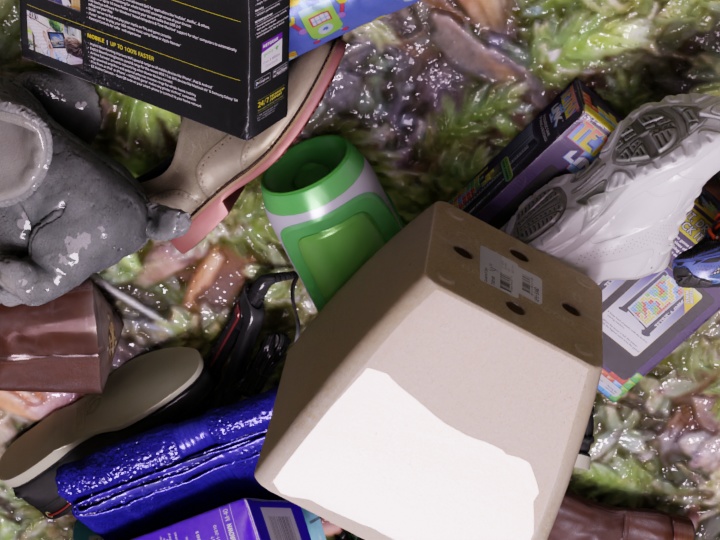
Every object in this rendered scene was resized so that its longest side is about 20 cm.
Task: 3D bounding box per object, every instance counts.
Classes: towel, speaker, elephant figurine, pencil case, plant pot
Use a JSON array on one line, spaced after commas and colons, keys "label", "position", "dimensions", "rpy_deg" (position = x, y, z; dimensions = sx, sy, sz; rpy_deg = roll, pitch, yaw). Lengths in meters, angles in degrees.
[{"label": "towel", "position": [-0.116, 0.159, 1.722], "dimensions": [0.199, 0.050, 0.148], "rpy_deg": [-19, 149, 8]}, {"label": "speaker", "position": [0.000, 0.000, 1.683], "dimensions": [0.088, 0.089, 0.200], "rpy_deg": [-21, 120, 11]}, {"label": "elephant figurine", "position": [-0.245, -0.084, 1.604], "dimensions": [0.155, 0.141, 0.201], "rpy_deg": [-30, 105, -16]}, {"label": "pencil case", "position": [-0.011, -0.206, 1.555], "dimensions": [0.199, 0.078, 0.087], "rpy_deg": [-24, 149, 12]}, {"label": "plant pot", "position": [0.067, 0.075, 1.561], "dimensions": [0.200, 0.200, 0.177], "rpy_deg": [28, 115, -7]}]

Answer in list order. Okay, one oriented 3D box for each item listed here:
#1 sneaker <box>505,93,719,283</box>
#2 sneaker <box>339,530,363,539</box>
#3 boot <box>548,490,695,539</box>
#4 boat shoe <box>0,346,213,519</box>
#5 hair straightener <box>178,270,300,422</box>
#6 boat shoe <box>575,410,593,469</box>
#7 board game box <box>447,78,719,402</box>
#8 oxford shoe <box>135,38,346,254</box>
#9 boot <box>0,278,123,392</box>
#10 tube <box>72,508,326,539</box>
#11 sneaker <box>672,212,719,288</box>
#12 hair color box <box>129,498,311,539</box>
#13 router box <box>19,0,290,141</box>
[{"label": "sneaker", "position": [0.202, -0.048, 1.612], "dimensions": [0.200, 0.078, 0.099], "rpy_deg": [-34, 124, 27]}, {"label": "sneaker", "position": [0.003, 0.262, 1.862], "dimensions": [0.200, 0.078, 0.085], "rpy_deg": [-35, 124, 28]}, {"label": "boot", "position": [0.150, 0.253, 1.846], "dimensions": [0.199, 0.064, 0.187], "rpy_deg": [15, 107, -23]}, {"label": "boat shoe", "position": [-0.189, 0.125, 1.762], "dimensions": [0.201, 0.074, 0.063], "rpy_deg": [-33, 119, 22]}, {"label": "hair straightener", "position": [-0.086, 0.085, 1.747], "dimensions": [0.077, 0.041, 0.200], "rpy_deg": [41, 113, 23]}, {"label": "boat shoe", "position": [0.081, 0.112, 1.745], "dimensions": [0.201, 0.074, 0.063], "rpy_deg": [4, 84, 17]}, {"label": "board game box", "position": [0.175, -0.020, 1.695], "dimensions": [0.200, 0.057, 0.165], "rpy_deg": [38, 111, -22]}, {"label": "oxford shoe", "position": [-0.090, -0.102, 1.626], "dimensions": [0.075, 0.070, 0.200], "rpy_deg": [41, 107, -8]}, {"label": "boot", "position": [-0.277, 0.094, 1.741], "dimensions": [0.199, 0.064, 0.187], "rpy_deg": [-5, 123, -4]}, {"label": "tube", "position": [-0.129, 0.210, 1.818], "dimensions": [0.199, 0.050, 0.078], "rpy_deg": [-8, 127, 9]}, {"label": "sneaker", "position": [0.289, -0.052, 1.635], "dimensions": [0.200, 0.075, 0.079], "rpy_deg": [-38, 108, -30]}, {"label": "hair color box", "position": [-0.145, 0.232, 1.731], "dimensions": [0.199, 0.109, 0.065], "rpy_deg": [-23, 76, 16]}, {"label": "router box", "position": [-0.140, -0.188, 1.518], "dimensions": [0.199, 0.051, 0.150], "rpy_deg": [22, 127, 27]}]
